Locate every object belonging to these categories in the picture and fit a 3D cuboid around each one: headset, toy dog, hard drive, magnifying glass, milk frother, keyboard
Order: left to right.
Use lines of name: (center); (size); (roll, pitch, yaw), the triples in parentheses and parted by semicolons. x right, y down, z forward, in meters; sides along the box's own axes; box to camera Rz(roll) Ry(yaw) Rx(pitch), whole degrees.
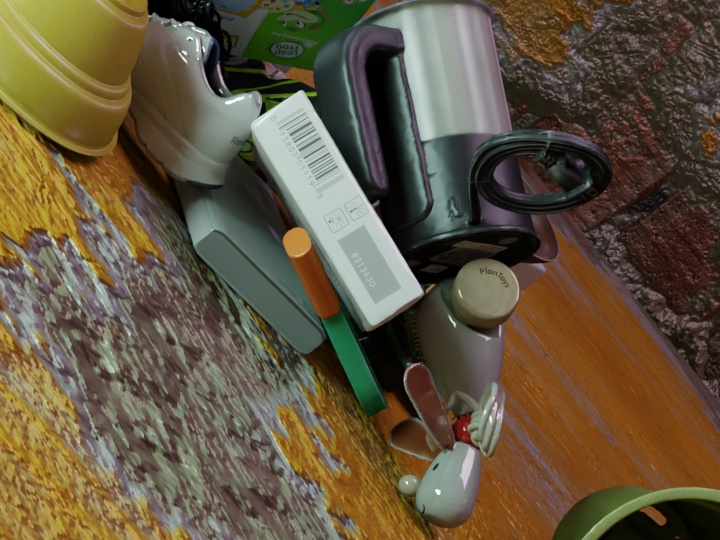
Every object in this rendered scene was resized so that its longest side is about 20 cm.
keyboard: (-0.136, -0.184, 1.602); (0.104, 0.040, 0.200); (23, -19, 18)
hard drive: (-0.091, -0.038, 1.617); (0.132, 0.026, 0.200); (46, 12, -34)
magnifying glass: (-0.017, 0.035, 1.566); (0.200, 0.022, 0.080); (63, 3, -53)
headset: (0.000, 0.000, 1.700); (0.200, 0.094, 0.124); (59, 6, -30)
toy dog: (0.053, 0.077, 1.595); (0.096, 0.132, 0.200); (13, 44, -1)
milk frother: (0.085, -0.112, 1.597); (0.180, 0.199, 0.189); (24, 53, -63)

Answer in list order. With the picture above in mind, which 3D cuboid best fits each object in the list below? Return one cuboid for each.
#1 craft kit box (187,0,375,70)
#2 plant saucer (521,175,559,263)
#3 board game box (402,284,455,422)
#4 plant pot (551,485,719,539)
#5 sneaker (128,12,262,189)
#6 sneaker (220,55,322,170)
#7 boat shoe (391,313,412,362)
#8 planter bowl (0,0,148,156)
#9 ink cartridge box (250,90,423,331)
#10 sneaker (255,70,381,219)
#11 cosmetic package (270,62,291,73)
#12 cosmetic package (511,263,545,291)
craft kit box: (-0.086, -0.222, 1.601); (0.199, 0.197, 0.049); (9, 68, -20)
plant saucer: (0.096, -0.079, 1.902); (0.200, 0.032, 0.200); (43, 20, -20)
board game box: (0.062, 0.016, 1.775); (0.105, 0.023, 0.201); (-37, 120, -55)
plant pot: (0.221, 0.245, 1.690); (0.200, 0.200, 0.190); (51, -2, -11)
sneaker: (-0.146, -0.149, 1.543); (0.200, 0.087, 0.074); (45, 17, 9)
sneaker: (-0.093, -0.120, 1.741); (0.200, 0.075, 0.077); (37, -40, 53)
boat shoe: (0.004, -0.014, 1.852); (0.200, 0.059, 0.072); (58, 12, 24)
planter bowl: (-0.196, -0.177, 1.415); (0.200, 0.083, 0.201); (48, 17, -19)
ink cartridge box: (-0.019, -0.035, 1.549); (0.161, 0.050, 0.200); (58, -2, 2)
sneaker: (-0.017, -0.078, 1.792); (0.200, 0.075, 0.090); (38, -34, 9)
cosmetic package: (-0.085, -0.264, 1.813); (0.101, 0.071, 0.200); (33, 27, -30)
cosmetic package: (0.047, -0.058, 2.017); (0.200, 0.123, 0.200); (57, 13, 19)
